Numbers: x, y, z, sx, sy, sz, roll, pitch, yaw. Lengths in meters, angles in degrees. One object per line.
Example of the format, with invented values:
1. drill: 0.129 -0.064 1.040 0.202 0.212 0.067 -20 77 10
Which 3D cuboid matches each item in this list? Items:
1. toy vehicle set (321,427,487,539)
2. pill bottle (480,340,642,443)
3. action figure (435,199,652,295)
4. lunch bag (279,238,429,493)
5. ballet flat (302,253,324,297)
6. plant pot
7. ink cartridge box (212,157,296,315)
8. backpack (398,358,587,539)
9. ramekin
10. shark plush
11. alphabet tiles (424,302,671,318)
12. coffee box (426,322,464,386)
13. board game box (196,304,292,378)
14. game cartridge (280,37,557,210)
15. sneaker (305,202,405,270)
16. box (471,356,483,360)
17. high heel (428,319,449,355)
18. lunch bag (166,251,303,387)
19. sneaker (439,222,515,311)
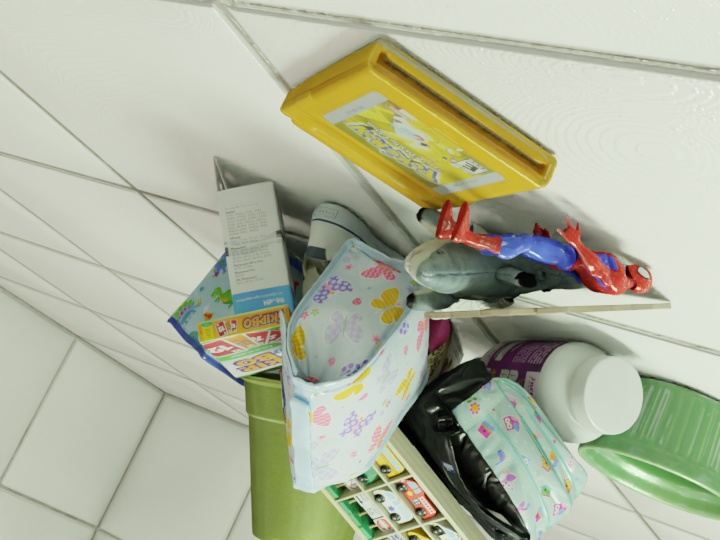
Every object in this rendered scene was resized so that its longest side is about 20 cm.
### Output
1. toy vehicle set: 0.036 0.254 1.273 0.124 0.027 0.201 -27 110 35
2. pill bottle: 0.223 0.137 1.315 0.112 0.113 0.199 32 163 -23
3. action figure: 0.165 -0.017 0.988 0.198 0.052 0.065 20 174 -18
4. lunch bag: -0.017 0.097 1.149 0.126 0.201 0.171 19 139 19
5. ballet flat: -0.042 0.018 1.339 0.069 0.201 0.072 -21 120 10
6. plant pot: -0.057 0.227 1.380 0.198 0.192 0.200 6 177 0
7. ink cartridge box: -0.116 -0.022 1.305 0.067 0.202 0.116 -10 164 -2
8. backpack: 0.145 0.198 1.250 0.201 0.126 0.167 52 167 4
9. ramekin: 0.361 0.204 1.342 0.198 0.098 0.200 24 166 7
10. shark plush: 0.125 0.012 1.033 0.198 0.092 0.083 19 178 -22
11. alphabet tiles: 0.160 0.037 1.059 0.199 0.008 0.166 1 176 -44
12. coffee box: 0.067 0.114 1.499 0.079 0.114 0.200 21 164 19
13. board game box: -0.107 0.080 1.250 0.094 0.030 0.200 -12 165 2
14. game cartridge: 0.039 -0.109 0.948 0.175 0.033 0.200 31 164 -19
15. sneaker: 0.000 0.000 1.302 0.073 0.071 0.200 11 161 43
16. box: 0.184 0.163 1.473 0.199 0.033 0.121 26 131 -29
17. high heel: 0.029 0.096 1.320 0.199 0.096 0.067 -31 111 36
18. lunch bag: -0.119 0.063 1.493 0.200 0.170 0.127 40 179 -44
19. sneaker: 0.119 0.015 1.171 0.080 0.076 0.200 17 166 -4
